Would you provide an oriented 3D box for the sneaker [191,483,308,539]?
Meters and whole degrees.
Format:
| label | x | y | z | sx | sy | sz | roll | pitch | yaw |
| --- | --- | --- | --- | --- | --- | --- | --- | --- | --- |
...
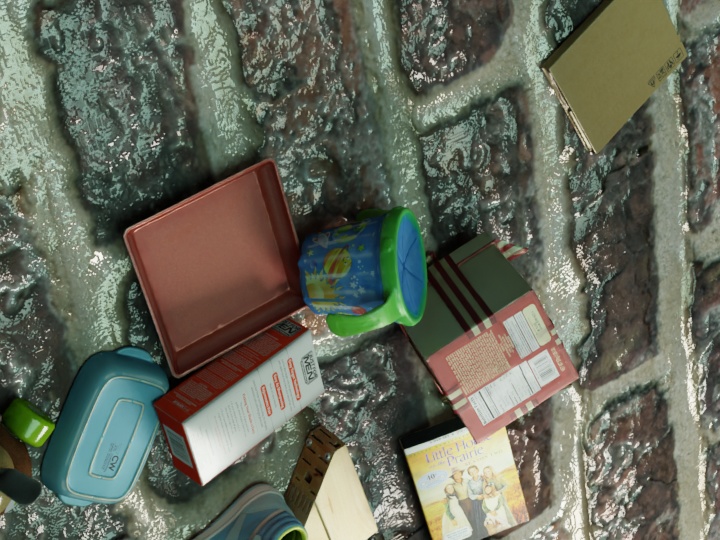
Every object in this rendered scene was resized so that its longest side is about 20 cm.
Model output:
| label | x | y | z | sx | sy | sz | roll | pitch | yaw |
| --- | --- | --- | --- | --- | --- | --- | --- | --- | --- |
| sneaker | -0.147 | 0.365 | 1.636 | 0.200 | 0.130 | 0.080 | -49 | 129 | -8 |

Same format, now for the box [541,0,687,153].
| label | x | y | z | sx | sy | sz | roll | pitch | yaw |
| --- | --- | --- | --- | --- | --- | --- | --- | --- | --- |
| box | 0.343 | -0.281 | 1.785 | 0.200 | 0.021 | 0.164 | -46 | 127 | -11 |

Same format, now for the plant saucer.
| label | x | y | z | sx | sy | sz | roll | pitch | yaw |
| --- | --- | --- | --- | --- | --- | --- | --- | --- | --- |
| plant saucer | -0.164 | -0.007 | 1.535 | 0.199 | 0.037 | 0.202 | -29 | 122 | -23 |

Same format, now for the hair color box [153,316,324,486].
| label | x | y | z | sx | sy | sz | roll | pitch | yaw |
| --- | --- | --- | --- | --- | --- | --- | --- | --- | --- |
| hair color box | -0.140 | 0.150 | 1.575 | 0.199 | 0.061 | 0.102 | -35 | 130 | -30 |

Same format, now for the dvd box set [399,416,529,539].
| label | x | y | z | sx | sy | sz | roll | pitch | yaw |
| --- | --- | --- | --- | --- | --- | --- | --- | --- | --- |
| dvd box set | 0.146 | 0.290 | 1.844 | 0.145 | 0.029 | 0.201 | -19 | 121 | -4 |

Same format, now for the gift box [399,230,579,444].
| label | x | y | z | sx | sy | sz | roll | pitch | yaw |
| --- | --- | --- | --- | --- | --- | --- | --- | --- | --- |
| gift box | 0.163 | 0.076 | 1.697 | 0.199 | 0.187 | 0.185 | -29 | 122 | -4 |

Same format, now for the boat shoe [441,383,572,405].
| label | x | y | z | sx | sy | sz | roll | pitch | yaw |
| --- | --- | --- | --- | --- | --- | --- | --- | --- | --- |
| boat shoe | 0.196 | 0.145 | 1.835 | 0.198 | 0.072 | 0.068 | -7 | 79 | -24 |

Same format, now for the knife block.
| label | x | y | z | sx | sy | sz | roll | pitch | yaw |
| --- | --- | --- | --- | --- | --- | --- | --- | --- | --- |
| knife block | -0.017 | 0.317 | 1.750 | 0.175 | 0.064 | 0.202 | 16 | 98 | -38 |

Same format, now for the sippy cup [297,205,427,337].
| label | x | y | z | sx | sy | sz | roll | pitch | yaw |
| --- | --- | --- | --- | --- | --- | --- | --- | --- | --- |
| sippy cup | 0.000 | 0.000 | 1.571 | 0.178 | 0.129 | 0.141 | -14 | 98 | -73 |

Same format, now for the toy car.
| label | x | y | z | sx | sy | sz | roll | pitch | yaw |
| --- | --- | --- | --- | --- | --- | --- | --- | --- | --- |
| toy car | -0.386 | 0.222 | 1.367 | 0.158 | 0.200 | 0.165 | 40 | 85 | -38 |

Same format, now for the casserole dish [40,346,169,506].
| label | x | y | z | sx | sy | sz | roll | pitch | yaw |
| --- | --- | --- | --- | --- | --- | --- | --- | --- | --- |
| casserole dish | -0.286 | 0.186 | 1.527 | 0.120 | 0.039 | 0.202 | 19 | 98 | -38 |
